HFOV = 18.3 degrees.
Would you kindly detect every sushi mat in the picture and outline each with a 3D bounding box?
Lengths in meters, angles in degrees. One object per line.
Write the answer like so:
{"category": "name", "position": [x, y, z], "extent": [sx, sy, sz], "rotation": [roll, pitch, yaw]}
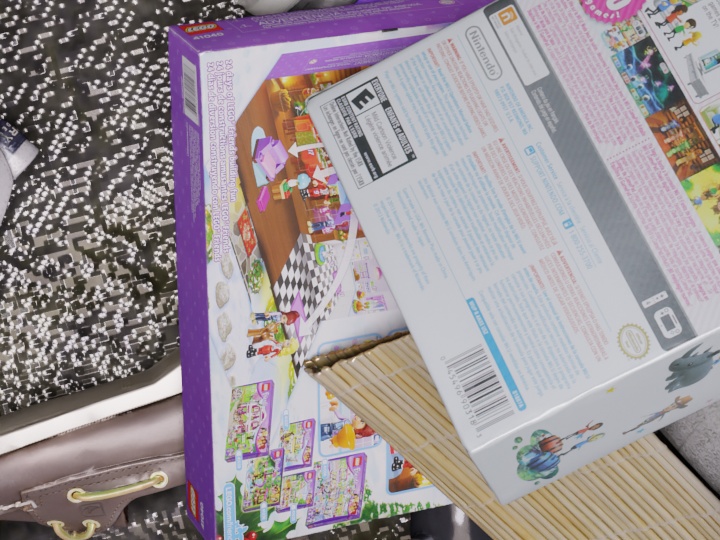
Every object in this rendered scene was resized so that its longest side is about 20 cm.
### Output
{"category": "sushi mat", "position": [0.075, 0.079, 0.846], "extent": [0.095, 0.012, 0.200], "rotation": [-23, 129, 32]}

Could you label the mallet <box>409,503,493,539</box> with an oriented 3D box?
{"category": "mallet", "position": [-0.012, 0.134, 0.866], "extent": [0.041, 0.200, 0.066], "rotation": [4, 109, 45]}

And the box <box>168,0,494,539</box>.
{"category": "box", "position": [0.000, 0.000, 0.840], "extent": [0.136, 0.039, 0.201], "rotation": [-9, 114, -21]}

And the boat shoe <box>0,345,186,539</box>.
{"category": "boat shoe", "position": [-0.102, 0.075, 0.901], "extent": [0.199, 0.072, 0.060], "rotation": [-21, 96, -1]}

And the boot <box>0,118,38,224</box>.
{"category": "boot", "position": [-0.171, -0.069, 0.881], "extent": [0.095, 0.074, 0.201], "rotation": [18, 109, -8]}

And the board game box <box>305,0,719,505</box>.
{"category": "board game box", "position": [0.102, -0.035, 0.732], "extent": [0.200, 0.064, 0.148], "rotation": [-27, 61, 5]}

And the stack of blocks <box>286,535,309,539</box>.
{"category": "stack of blocks", "position": [-0.039, 0.222, 0.931], "extent": [0.115, 0.059, 0.201], "rotation": [-22, 99, 5]}

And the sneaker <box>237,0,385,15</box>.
{"category": "sneaker", "position": [0.055, -0.142, 0.864], "extent": [0.200, 0.070, 0.100], "rotation": [-42, 104, 12]}

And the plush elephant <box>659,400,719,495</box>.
{"category": "plush elephant", "position": [0.183, 0.022, 0.827], "extent": [0.155, 0.200, 0.165], "rotation": [-43, 68, 6]}
